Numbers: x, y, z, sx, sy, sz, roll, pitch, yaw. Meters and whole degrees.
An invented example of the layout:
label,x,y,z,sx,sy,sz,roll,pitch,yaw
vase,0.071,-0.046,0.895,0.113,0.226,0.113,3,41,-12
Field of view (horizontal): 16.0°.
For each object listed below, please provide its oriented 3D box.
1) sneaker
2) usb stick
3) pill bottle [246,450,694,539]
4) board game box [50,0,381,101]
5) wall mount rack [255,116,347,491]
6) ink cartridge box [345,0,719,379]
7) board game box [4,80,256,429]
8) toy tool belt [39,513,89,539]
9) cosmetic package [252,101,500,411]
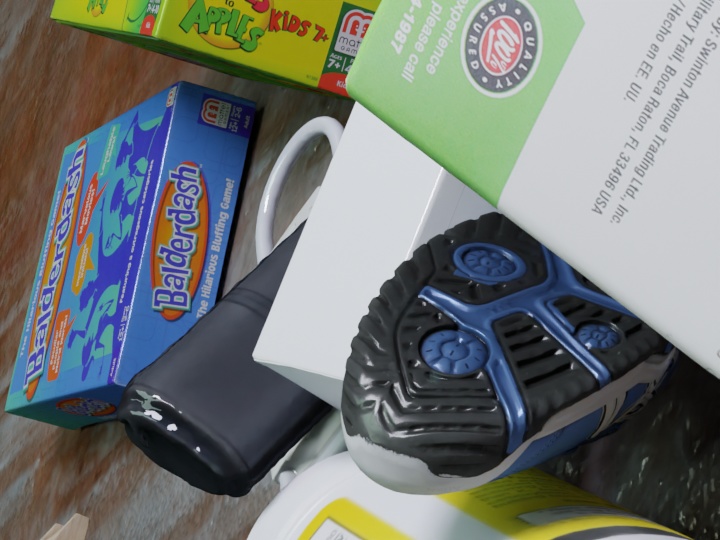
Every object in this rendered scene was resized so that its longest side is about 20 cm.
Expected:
label,x,y,z,sx,sy,sz,roll,pitch,yaw
sneaker,0.055,0.024,0.721,0.200,0.076,0.077,-33,-38,-55
usb stick,0.000,0.000,0.845,0.200,0.055,0.033,-44,-29,-33
pill bottle,0.037,0.112,0.718,0.200,0.114,0.114,-161,87,-70
board game box,-0.066,-0.118,1.167,0.200,0.102,0.048,-158,84,-69
wall mount rack,-0.004,0.047,0.940,0.174,0.075,0.200,-54,28,35
ink cartridge box,0.116,-0.045,0.519,0.200,0.084,0.146,39,122,20
board game box,-0.120,-0.002,1.302,0.200,0.045,0.152,161,122,-66
toy tool belt,-0.110,0.164,1.047,0.200,0.123,0.125,-40,39,56
cosmetic package,0.043,-0.045,0.806,0.051,0.083,0.200,10,74,45
